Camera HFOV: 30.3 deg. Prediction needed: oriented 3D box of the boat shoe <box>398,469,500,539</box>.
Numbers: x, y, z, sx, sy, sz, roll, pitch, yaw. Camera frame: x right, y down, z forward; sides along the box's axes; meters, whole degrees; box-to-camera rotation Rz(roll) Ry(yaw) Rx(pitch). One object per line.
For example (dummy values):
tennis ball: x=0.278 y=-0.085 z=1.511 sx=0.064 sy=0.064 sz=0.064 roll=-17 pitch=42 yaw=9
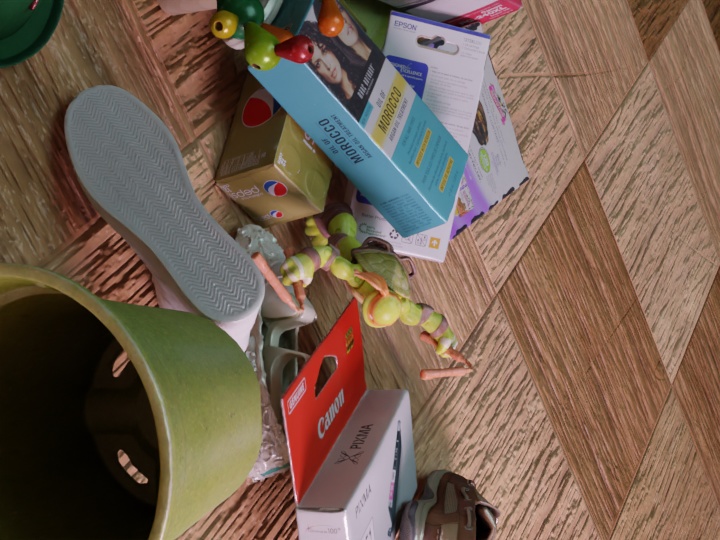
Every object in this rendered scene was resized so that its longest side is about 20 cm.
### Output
boat shoe: x=0.082 y=0.219 z=1.129 sx=0.200 sy=0.071 sz=0.076 roll=-26 pitch=121 yaw=-75

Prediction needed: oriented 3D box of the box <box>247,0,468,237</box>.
box: x=0.003 y=-0.124 z=1.052 sx=0.200 sy=0.049 sz=0.083 roll=46 pitch=45 yaw=-28

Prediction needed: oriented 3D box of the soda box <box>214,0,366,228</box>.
soda box: x=-0.054 y=-0.137 z=1.086 sx=0.068 sy=0.064 sz=0.201 roll=44 pitch=47 yaw=-39

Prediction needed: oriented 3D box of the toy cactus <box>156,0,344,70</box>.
toy cactus: x=-0.087 y=-0.226 z=0.970 sx=0.102 sy=0.164 sz=0.202 roll=19 pitch=63 yaw=-52

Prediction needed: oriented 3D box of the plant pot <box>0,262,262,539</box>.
plant pot: x=-0.152 y=0.093 z=0.772 sx=0.184 sy=0.199 sz=0.202 roll=-7 pitch=85 yaw=-69

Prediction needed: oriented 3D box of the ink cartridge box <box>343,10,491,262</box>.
ink cartridge box: x=0.046 y=-0.113 z=1.148 sx=0.094 sy=0.037 sz=0.202 roll=11 pitch=96 yaw=-14

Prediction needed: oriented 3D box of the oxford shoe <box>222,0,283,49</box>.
oxford shoe: x=-0.092 y=-0.263 z=1.063 sx=0.058 sy=0.075 sz=0.202 roll=33 pitch=50 yaw=-41

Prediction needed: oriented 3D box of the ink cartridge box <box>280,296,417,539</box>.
ink cartridge box: x=-0.003 y=0.136 z=1.019 sx=0.200 sy=0.043 sz=0.175 roll=-53 pitch=141 yaw=-64

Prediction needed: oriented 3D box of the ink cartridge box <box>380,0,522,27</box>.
ink cartridge box: x=0.064 y=-0.323 z=1.252 sx=0.199 sy=0.083 sz=0.147 roll=6 pitch=75 yaw=-56

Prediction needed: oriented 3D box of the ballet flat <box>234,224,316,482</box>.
ballet flat: x=-0.061 y=0.059 z=1.010 sx=0.072 sy=0.071 sz=0.202 roll=23 pitch=60 yaw=-51

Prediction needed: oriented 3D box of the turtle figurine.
turtle figurine: x=0.000 y=0.000 z=1.030 sx=0.199 sy=0.065 sz=0.161 roll=25 pitch=17 yaw=-21

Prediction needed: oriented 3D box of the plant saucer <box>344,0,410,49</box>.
plant saucer: x=-0.018 y=-0.289 z=1.220 sx=0.199 sy=0.031 sz=0.202 roll=26 pitch=57 yaw=-51

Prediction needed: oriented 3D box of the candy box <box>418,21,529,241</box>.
candy box: x=0.072 y=-0.130 z=1.267 sx=0.200 sy=0.071 sz=0.169 roll=-35 pitch=108 yaw=-54

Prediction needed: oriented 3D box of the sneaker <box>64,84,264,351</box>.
sneaker: x=-0.140 y=-0.024 z=0.921 sx=0.073 sy=0.116 sz=0.201 roll=-29 pitch=74 yaw=-19

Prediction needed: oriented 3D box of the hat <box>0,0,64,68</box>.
hat: x=-0.185 y=-0.242 z=0.816 sx=0.165 sy=0.175 sz=0.202 roll=30 pitch=55 yaw=-48
